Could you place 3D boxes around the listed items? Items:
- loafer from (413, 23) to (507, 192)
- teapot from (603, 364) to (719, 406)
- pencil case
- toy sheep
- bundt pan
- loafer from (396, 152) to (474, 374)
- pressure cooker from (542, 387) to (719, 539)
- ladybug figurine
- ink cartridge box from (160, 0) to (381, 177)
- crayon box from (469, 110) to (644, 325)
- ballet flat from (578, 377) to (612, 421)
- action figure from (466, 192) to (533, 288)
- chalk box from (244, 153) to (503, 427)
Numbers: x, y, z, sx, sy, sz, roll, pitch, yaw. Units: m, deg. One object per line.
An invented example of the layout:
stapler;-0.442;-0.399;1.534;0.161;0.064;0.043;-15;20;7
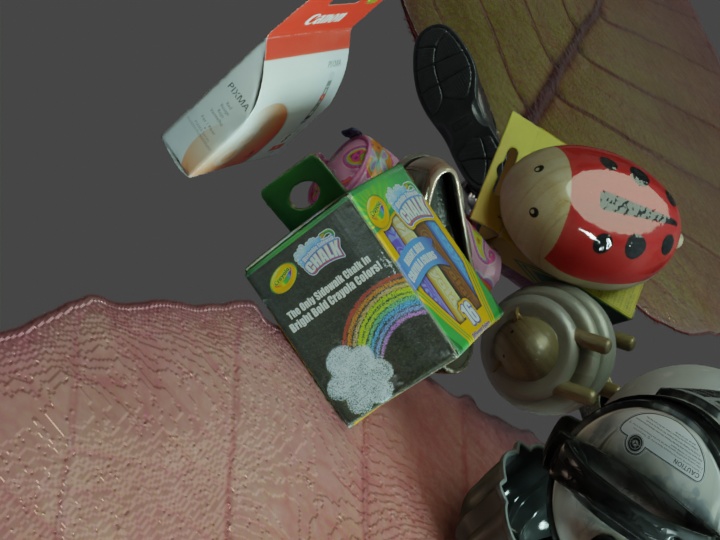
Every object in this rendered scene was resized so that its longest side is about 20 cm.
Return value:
loafer;0.111;-0.171;1.841;0.063;0.071;0.202;36;32;-72
teapot;0.301;0.191;1.515;0.146;0.196;0.201;-86;156;-60
pencil case;0.040;-0.040;1.533;0.200;0.087;0.088;38;31;-28
toy sheep;0.182;0.075;1.584;0.139;0.137;0.200;62;17;16
bundt pan;0.152;0.248;1.388;0.202;0.076;0.203;40;29;-28
loafer;0.069;-0.001;1.470;0.071;0.063;0.202;-15;104;-24
pressure cooker;0.247;0.188;1.339;0.199;0.175;0.180;9;67;-54
ladybug figurine;0.227;-0.053;1.577;0.198;0.072;0.137;11;74;-25
ink cartridge box;-0.051;-0.160;1.388;0.050;0.199;0.162;57;27;5
crayon box;0.194;-0.050;1.630;0.199;0.051;0.128;32;67;-19
ballet flat;0.256;0.168;1.690;0.067;0.046;0.201;38;31;-31
action figure;0.166;-0.004;1.716;0.199;0.133;0.150;30;68;-33
chalk box;0.000;0.000;1.372;0.201;0.124;0.124;57;26;1
